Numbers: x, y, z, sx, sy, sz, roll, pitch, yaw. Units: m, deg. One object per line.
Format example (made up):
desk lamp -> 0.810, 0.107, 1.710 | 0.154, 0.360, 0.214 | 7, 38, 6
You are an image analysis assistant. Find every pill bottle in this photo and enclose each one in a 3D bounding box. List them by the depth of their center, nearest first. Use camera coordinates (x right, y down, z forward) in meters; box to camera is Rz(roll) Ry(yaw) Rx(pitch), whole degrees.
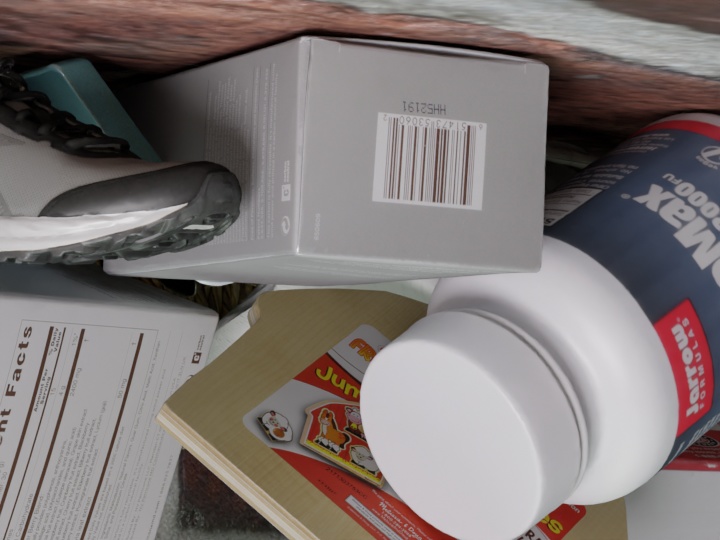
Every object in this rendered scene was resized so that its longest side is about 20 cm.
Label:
pill bottle -> 0.097, 0.026, 1.070 | 0.120, 0.120, 0.200 | -1, -155, 45

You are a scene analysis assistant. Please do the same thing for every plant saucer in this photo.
plant saucer -> -0.140, -0.053, 1.091 | 0.019, 0.070, 0.200 | -43, -162, -22

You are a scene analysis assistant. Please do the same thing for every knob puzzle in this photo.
knob puzzle -> 0.028, 0.081, 1.089 | 0.219, 0.220, 0.030 | 4, 133, -35

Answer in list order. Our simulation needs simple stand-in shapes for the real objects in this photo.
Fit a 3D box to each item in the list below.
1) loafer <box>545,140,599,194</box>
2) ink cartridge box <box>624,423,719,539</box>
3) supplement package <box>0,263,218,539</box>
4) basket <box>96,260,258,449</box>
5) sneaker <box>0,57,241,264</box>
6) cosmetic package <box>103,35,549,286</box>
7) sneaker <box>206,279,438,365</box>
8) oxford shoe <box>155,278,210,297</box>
loafer -> 0.130, -0.004, 1.219 | 0.200, 0.070, 0.070 | 26, 166, -25
ink cartridge box -> 0.083, 0.092, 1.258 | 0.147, 0.083, 0.200 | 5, -165, -29
supplement package -> -0.174, 0.050, 1.082 | 0.121, 0.120, 0.200 | 20, -174, 30
basket -> -0.167, 0.029, 1.346 | 0.200, 0.143, 0.149 | -2, 176, 43
sneaker -> -0.134, -0.043, 0.962 | 0.200, 0.079, 0.074 | 8, -176, 30
cosmetic package -> -0.019, -0.037, 1.027 | 0.107, 0.090, 0.200 | 3, 179, -27
sneaker -> 0.000, 0.000, 1.221 | 0.200, 0.075, 0.088 | -34, -174, 40
oxford shoe -> -0.072, -0.029, 1.211 | 0.073, 0.085, 0.200 | -4, 175, 44
